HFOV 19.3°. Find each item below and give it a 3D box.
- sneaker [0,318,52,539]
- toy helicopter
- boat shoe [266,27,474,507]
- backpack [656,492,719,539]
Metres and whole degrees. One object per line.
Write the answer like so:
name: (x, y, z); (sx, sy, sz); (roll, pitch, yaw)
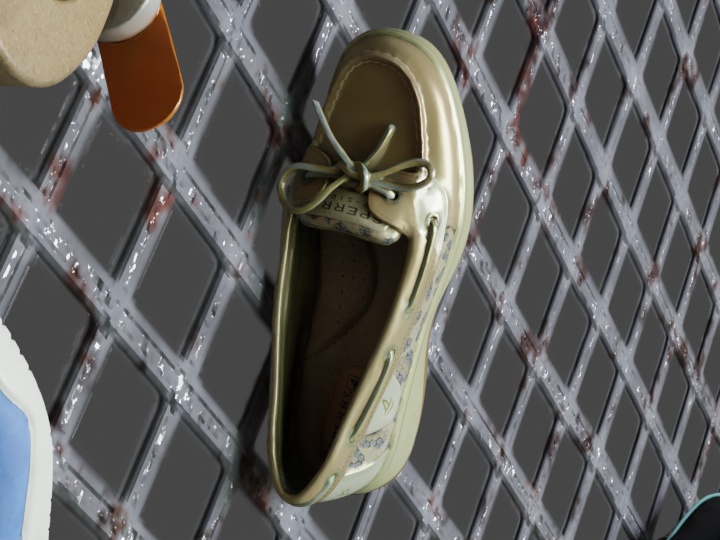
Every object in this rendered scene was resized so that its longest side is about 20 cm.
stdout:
sneaker: (-0.145, 0.099, 0.630); (0.111, 0.076, 0.201); (-55, 150, -56)
toy helicopter: (-0.084, -0.138, 0.691); (0.133, 0.078, 0.201); (66, 34, -42)
boat shoe: (0.000, 0.000, 0.885); (0.063, 0.073, 0.202); (-12, 108, -64)
backpack: (0.246, 0.235, 1.314); (0.200, 0.175, 0.154); (-43, 150, -49)
